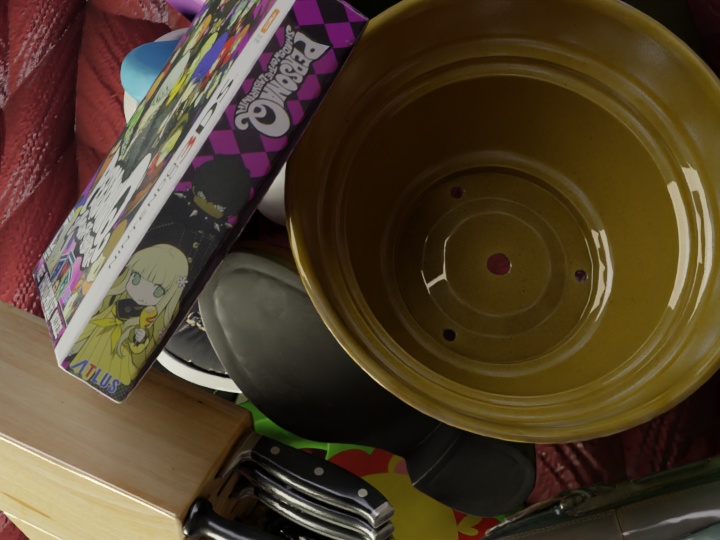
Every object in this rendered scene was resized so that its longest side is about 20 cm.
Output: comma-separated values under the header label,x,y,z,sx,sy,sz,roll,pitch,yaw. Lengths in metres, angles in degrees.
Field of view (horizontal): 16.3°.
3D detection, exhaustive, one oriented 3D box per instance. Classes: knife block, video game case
label,x,y,z,sx,sy,sz,roll,pitch,yaw
knife block,-0.086,0.083,1.085,0.175,0.200,0.064,-18,31,51
video game case,-0.074,-0.047,1.065,0.182,0.036,0.200,-56,14,4

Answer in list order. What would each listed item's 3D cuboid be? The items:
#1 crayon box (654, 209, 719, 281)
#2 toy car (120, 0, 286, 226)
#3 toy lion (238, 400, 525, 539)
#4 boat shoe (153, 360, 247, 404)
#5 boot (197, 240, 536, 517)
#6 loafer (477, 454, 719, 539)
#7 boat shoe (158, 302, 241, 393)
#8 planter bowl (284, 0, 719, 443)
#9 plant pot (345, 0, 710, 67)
label,x,y,z,sx,sy,sz,roll,pitch,yaw
crayon box,0.220,0.000,1.030,0.119,0.058,0.200,-39,41,2
toy car,-0.049,-0.130,1.354,0.200,0.150,0.175,-50,42,-11
toy lion,-0.018,0.130,1.171,0.191,0.069,0.200,-24,42,7
boat shoe,-0.153,0.062,1.323,0.199,0.066,0.075,-1,52,36
boot,0.000,0.000,1.151,0.069,0.188,0.200,-51,25,25
loafer,0.121,0.115,1.066,0.199,0.072,0.063,-13,45,13
boat shoe,-0.075,0.012,1.286,0.200,0.074,0.061,31,120,59
planter bowl,0.064,-0.015,1.047,0.199,0.084,0.201,2,71,-6
plant pot,0.081,-0.132,1.227,0.199,0.190,0.201,-20,45,21
